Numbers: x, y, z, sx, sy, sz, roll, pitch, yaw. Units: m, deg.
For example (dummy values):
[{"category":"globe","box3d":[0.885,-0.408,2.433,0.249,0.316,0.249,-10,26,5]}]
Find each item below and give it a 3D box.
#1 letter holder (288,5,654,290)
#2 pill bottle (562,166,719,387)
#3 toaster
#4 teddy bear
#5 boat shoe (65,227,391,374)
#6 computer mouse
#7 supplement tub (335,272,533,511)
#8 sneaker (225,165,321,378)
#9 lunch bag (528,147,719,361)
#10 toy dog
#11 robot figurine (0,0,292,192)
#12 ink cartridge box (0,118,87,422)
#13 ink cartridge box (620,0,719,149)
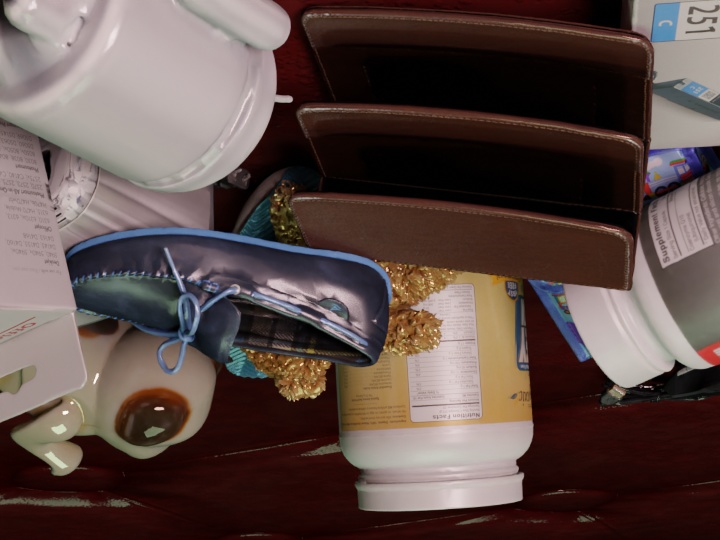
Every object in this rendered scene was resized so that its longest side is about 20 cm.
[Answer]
[{"category":"letter holder","box3d":[0.062,-0.071,0.826,0.198,0.101,0.142,7,159,13]},{"category":"pill bottle","box3d":[0.238,-0.007,0.928,0.199,0.115,0.114,-29,149,25]},{"category":"toaster","box3d":[-0.183,-0.041,0.915,0.199,0.115,0.129,-18,152,30]},{"category":"teddy bear","box3d":[0.000,0.000,0.966,0.198,0.146,0.067,-19,-169,3]},{"category":"boat shoe","box3d":[-0.078,0.020,0.858,0.198,0.069,0.084,2,150,-4]},{"category":"computer mouse","box3d":[0.316,0.103,1.431,0.139,0.046,0.200,-2,171,-13]},{"category":"supplement tub","box3d":[0.053,0.071,1.068,0.143,0.202,0.145,-3,175,0]},{"category":"sneaker","box3d":[-0.068,-0.010,1.065,0.076,0.081,0.201,5,138,-15]},{"category":"lunch bag","box3d":[0.190,-0.034,1.036,0.150,0.095,0.200,-15,142,25]},{"category":"toy dog","box3d":[-0.201,0.061,1.087,0.199,0.140,0.195,30,115,3]},{"category":"robot figurine","box3d":[-0.119,-0.110,0.743,0.169,0.114,0.200,-14,156,30]},{"category":"ink cartridge box","box3d":[-0.234,-0.015,0.819,0.115,0.202,0.067,-22,165,27]},{"category":"ink cartridge box","box3d":[0.236,-0.134,0.817,0.175,0.045,0.200,-4,159,7]}]
